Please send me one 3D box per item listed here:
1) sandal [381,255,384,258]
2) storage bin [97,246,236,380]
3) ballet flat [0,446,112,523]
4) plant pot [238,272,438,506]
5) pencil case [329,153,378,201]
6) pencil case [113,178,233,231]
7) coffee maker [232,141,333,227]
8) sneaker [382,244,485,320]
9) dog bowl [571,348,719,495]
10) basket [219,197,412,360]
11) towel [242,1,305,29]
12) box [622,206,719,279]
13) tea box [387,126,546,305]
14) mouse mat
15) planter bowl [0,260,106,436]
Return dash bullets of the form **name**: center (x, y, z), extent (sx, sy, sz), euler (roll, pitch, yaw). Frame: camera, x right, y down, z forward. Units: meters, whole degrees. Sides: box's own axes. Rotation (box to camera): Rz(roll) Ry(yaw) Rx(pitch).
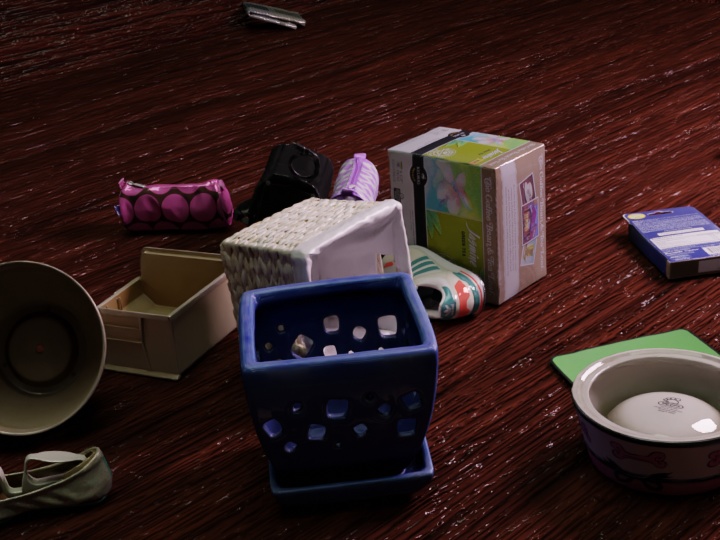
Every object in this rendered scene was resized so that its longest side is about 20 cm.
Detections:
- **sandal**: center (0.000, 0.000, 1.644), extent (0.044, 0.077, 0.200), euler (-3, 14, 22)
- **storage bin**: center (-0.280, 0.053, 1.545), extent (0.195, 0.095, 0.200), euler (6, 26, 25)
- **ballet flat**: center (-0.364, 0.226, 1.194), extent (0.196, 0.063, 0.068), euler (-11, 23, -12)
- **plant pot**: center (-0.021, 0.129, 1.192), extent (0.196, 0.183, 0.201), euler (-7, 23, -3)
- **pencil case**: center (-0.013, -0.130, 1.927), extent (0.082, 0.087, 0.201), euler (-4, 22, 6)
- **pencil case**: center (-0.321, -0.117, 1.957), extent (0.196, 0.095, 0.091), euler (-2, 22, 6)
- **coffee maker**: center (-0.101, -0.129, 1.817), extent (0.134, 0.193, 0.201), euler (36, 21, -12)
- **sneaker**: center (0.078, 0.019, 1.570), extent (0.092, 0.072, 0.198), euler (-16, 27, -38)
- **dog bowl**: center (0.321, 0.159, 1.182), extent (0.196, 0.075, 0.201), euler (-5, 22, 2)
- **basket**: center (-0.051, 0.028, 1.422), extent (0.159, 0.202, 0.199), euler (7, 26, 38)
- **towel**: center (-0.280, -0.825, 3.648), extent (0.196, 0.035, 0.193), euler (8, 19, -15)
- **box**: center (0.478, -0.044, 1.678), extent (0.119, 0.033, 0.201), euler (-7, 24, -5)
- **tea box**: center (0.155, -0.083, 1.626), extent (0.195, 0.204, 0.133), euler (13, 28, 39)
- **mouse mat**: center (0.345, 0.120, 1.356), extent (0.196, 0.008, 0.161), euler (-12, 23, -12)
- **planter bowl**: center (-0.401, 0.096, 1.380), extent (0.196, 0.204, 0.135), euler (-7, -4, -5)
